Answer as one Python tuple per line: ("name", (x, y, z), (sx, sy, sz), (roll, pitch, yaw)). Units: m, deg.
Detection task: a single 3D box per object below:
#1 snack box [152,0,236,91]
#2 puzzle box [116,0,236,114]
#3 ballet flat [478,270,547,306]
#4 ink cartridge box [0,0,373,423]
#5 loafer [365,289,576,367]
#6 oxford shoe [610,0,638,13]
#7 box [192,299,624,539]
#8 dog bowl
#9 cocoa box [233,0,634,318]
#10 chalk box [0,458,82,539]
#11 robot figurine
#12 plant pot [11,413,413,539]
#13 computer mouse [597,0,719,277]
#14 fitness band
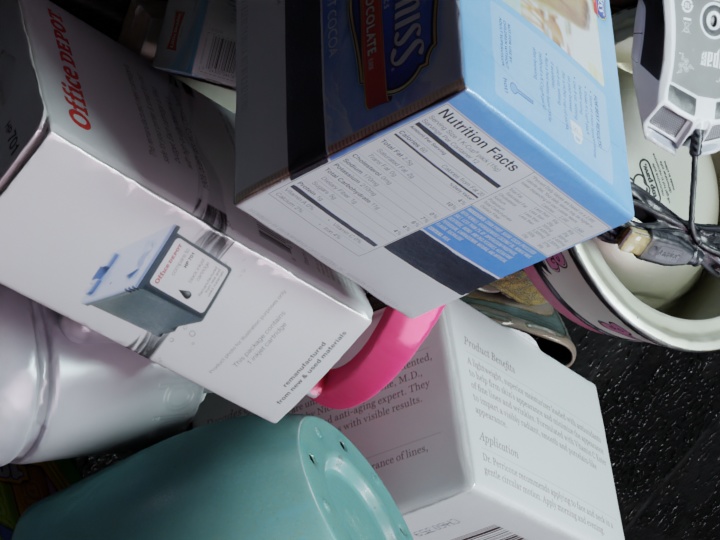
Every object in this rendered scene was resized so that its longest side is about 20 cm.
("snack box", (-0.011, -0.140, 0.962), (0.199, 0.037, 0.117), (12, 93, -44))
("puzzle box", (-0.060, -0.081, 1.017), (0.199, 0.025, 0.134), (2, 125, -39))
("ballet flat", (0.070, -0.019, 1.153), (0.199, 0.071, 0.071), (21, 111, -45))
("ink cartridge box", (-0.105, -0.034, 0.891), (0.199, 0.147, 0.086), (29, 113, -33))
("loafer", (0.060, 0.044, 1.196), (0.199, 0.063, 0.072), (-6, 129, -35))
("oxford shoe", (0.128, -0.178, 1.010), (0.072, 0.072, 0.199), (-25, 174, 34))
("box", (0.030, 0.130, 1.139), (0.199, 0.132, 0.198), (-23, 147, 27))
("dog bowl", (0.164, -0.049, 1.050), (0.199, 0.074, 0.202), (7, 78, -33))
("cocoa box", (0.032, -0.108, 0.834), (0.131, 0.202, 0.133), (-24, 142, 33))
("chalk box", (-0.212, 0.205, 0.997), (0.125, 0.201, 0.123), (-40, 145, 26))
("robot figurine", (-0.162, 0.044, 0.978), (0.199, 0.114, 0.169), (-3, 162, -36))
("plant pot", (-0.060, 0.170, 0.961), (0.160, 0.202, 0.200), (-32, 142, 13))
("computer mouse", (0.178, -0.101, 0.991), (0.109, 0.044, 0.202), (8, 88, -28))
("fitness band", (0.000, 0.000, 0.972), (0.037, 0.200, 0.144), (33, 89, -19))
